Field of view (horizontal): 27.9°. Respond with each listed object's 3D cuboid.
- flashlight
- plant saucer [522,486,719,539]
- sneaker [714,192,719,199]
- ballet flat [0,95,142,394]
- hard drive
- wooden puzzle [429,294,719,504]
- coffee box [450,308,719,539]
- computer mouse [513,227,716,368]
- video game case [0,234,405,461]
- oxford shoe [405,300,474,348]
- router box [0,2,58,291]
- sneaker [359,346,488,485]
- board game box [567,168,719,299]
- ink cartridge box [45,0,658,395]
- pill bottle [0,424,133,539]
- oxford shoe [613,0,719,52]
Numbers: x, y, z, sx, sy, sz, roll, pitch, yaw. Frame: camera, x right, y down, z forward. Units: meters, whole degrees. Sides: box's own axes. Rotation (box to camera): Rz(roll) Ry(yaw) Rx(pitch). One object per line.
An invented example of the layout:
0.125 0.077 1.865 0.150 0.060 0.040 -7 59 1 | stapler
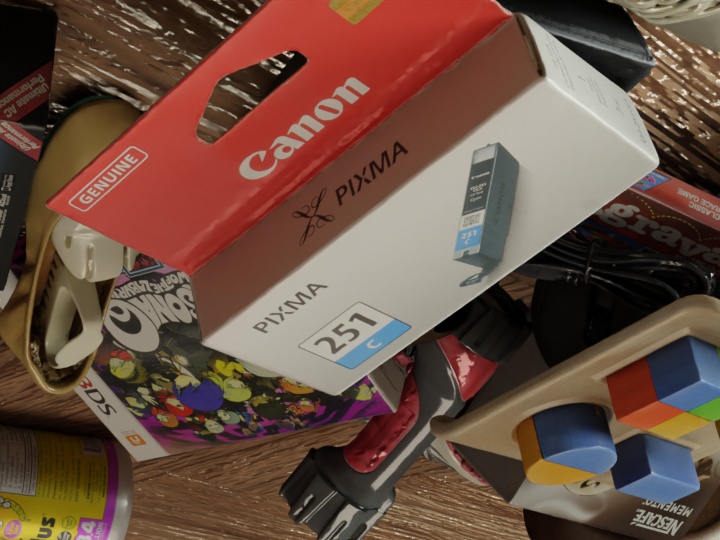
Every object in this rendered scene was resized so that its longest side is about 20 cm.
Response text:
0.024 0.086 0.923 0.068 0.068 0.200 21 117 -46 | flashlight
0.229 0.181 1.153 0.198 0.201 0.037 -2 121 2 | plant saucer
0.256 0.001 0.863 0.199 0.079 0.090 27 155 -32 | sneaker
-0.144 -0.006 0.769 0.068 0.063 0.201 -11 148 -30 | ballet flat
0.028 -0.080 0.686 0.134 0.043 0.200 12 154 -27 | hard drive
0.168 0.086 0.809 0.199 0.047 0.184 -28 147 37 | wooden puzzle
0.174 0.116 1.028 0.199 0.080 0.114 22 105 -41 | coffee box
0.132 0.033 0.825 0.138 0.053 0.200 18 165 22 | computer mouse
-0.100 0.034 0.870 0.199 0.036 0.182 -13 130 26 | video game case
0.000 0.000 0.768 0.084 0.073 0.200 -12 168 28 | oxford shoe
-0.233 -0.061 0.695 0.149 0.063 0.200 8 155 -16 | router box
0.042 0.089 1.035 0.074 0.081 0.200 -3 148 47 | sneaker
0.167 -0.013 0.772 0.199 0.020 0.103 25 157 -2 | board game box
-0.002 -0.036 0.614 0.200 0.045 0.176 -37 139 25 | ink cartridge box
-0.293 0.178 1.181 0.198 0.105 0.104 11 153 -26 | pill bottle
0.121 -0.124 0.575 0.075 0.058 0.199 -19 152 30 | oxford shoe
